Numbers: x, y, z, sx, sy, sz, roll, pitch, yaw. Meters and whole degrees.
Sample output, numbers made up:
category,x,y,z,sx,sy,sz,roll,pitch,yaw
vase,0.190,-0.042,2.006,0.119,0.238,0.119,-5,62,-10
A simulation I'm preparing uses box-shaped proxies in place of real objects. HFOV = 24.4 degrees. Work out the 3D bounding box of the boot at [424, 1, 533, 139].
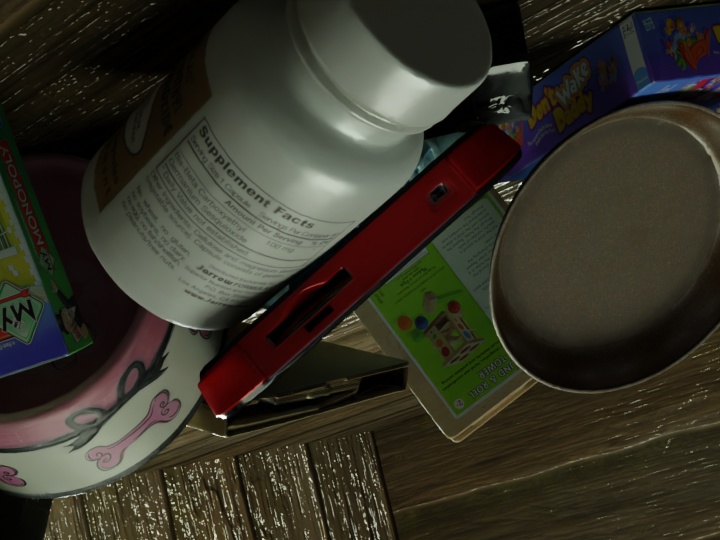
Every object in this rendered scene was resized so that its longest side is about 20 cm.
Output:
category,x,y,z,sx,sy,sz,roll,pitch,yaw
boot,-0.002,-0.084,0.956,0.199,0.066,0.165,-18,172,-2

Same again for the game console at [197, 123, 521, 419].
category,x,y,z,sx,sy,sz,roll,pitch,yaw
game console,0.000,0.000,0.873,0.200,0.031,0.177,-41,178,1

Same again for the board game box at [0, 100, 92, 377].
category,x,y,z,sx,sy,sz,roll,pitch,yaw
board game box,-0.250,0.005,0.865,0.199,0.135,0.029,-18,-174,21

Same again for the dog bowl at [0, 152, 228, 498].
category,x,y,z,sx,sy,sz,roll,pitch,yaw
dog bowl,-0.179,0.022,0.937,0.199,0.201,0.074,-16,153,9

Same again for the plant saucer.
category,x,y,z,sx,sy,sz,roll,pitch,yaw
plant saucer,0.164,-0.017,1.044,0.199,0.201,0.032,-11,-150,-19

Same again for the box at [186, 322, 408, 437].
category,x,y,z,sx,sy,sz,roll,pitch,yaw
box,-0.095,0.060,1.041,0.199,0.021,0.163,10,-166,40

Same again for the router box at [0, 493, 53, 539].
category,x,y,z,sx,sy,sz,roll,pitch,yaw
router box,-0.254,0.115,0.985,0.149,0.200,0.051,21,117,-12

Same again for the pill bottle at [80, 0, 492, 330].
category,x,y,z,sx,sy,sz,roll,pitch,yaw
pill bottle,-0.036,-0.066,0.779,0.114,0.115,0.200,-4,154,-46

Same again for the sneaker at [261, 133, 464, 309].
category,x,y,z,sx,sy,sz,roll,pitch,yaw
sneaker,0.014,-0.032,1.021,0.200,0.074,0.082,-37,-147,-16

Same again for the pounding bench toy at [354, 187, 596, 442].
category,x,y,z,sx,sy,sz,roll,pitch,yaw
pounding bench toy,0.107,0.012,1.173,0.200,0.124,0.156,-38,171,0

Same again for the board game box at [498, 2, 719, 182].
category,x,y,z,sx,sy,sz,roll,pitch,yaw
board game box,0.186,-0.115,1.081,0.134,0.045,0.200,-9,169,-25
